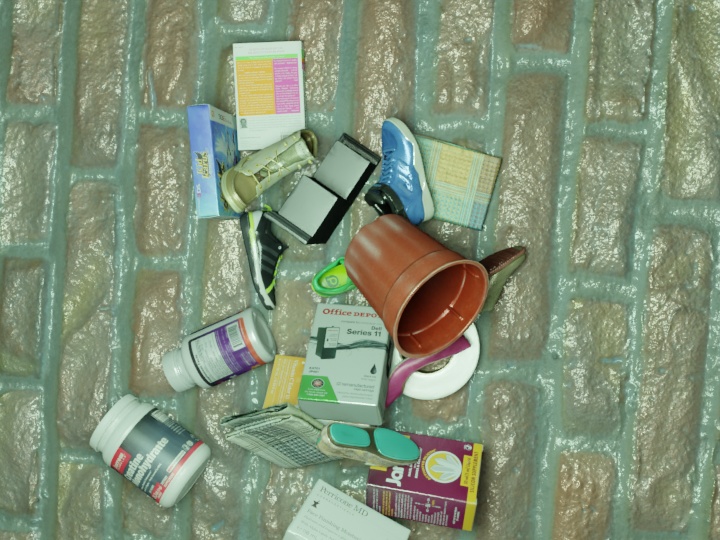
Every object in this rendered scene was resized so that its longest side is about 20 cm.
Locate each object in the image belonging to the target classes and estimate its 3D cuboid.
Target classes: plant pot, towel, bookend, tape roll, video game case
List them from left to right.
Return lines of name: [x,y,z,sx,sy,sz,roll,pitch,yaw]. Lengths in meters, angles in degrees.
video game case: [-0.264,-0.196,1.670,0.045,0.181,0.201,-5,92,9]
towel: [-0.136,0.310,1.649,0.192,0.035,0.200,-19,134,39]
bookend: [-0.064,-0.153,1.633,0.092,0.200,0.199,35,97,5]
plant pot: [0.083,0.014,1.559,0.201,0.201,0.195,-51,51,7]
tape roll: [0.125,0.143,1.698,0.202,0.037,0.203,0,93,9]
towel: [0.150,-0.168,1.692,0.200,0.022,0.147,16,95,6]

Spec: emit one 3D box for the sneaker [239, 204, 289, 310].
sneaker: [-0.173,-0.024,1.718,0.083,0.072,0.200,-13,98,-8]

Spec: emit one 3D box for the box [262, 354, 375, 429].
box: [-0.069,0.242,1.674,0.199,0.098,0.125,5,56,8]

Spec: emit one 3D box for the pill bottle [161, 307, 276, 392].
pill bottle: [-0.272,0.158,1.720,0.200,0.111,0.112,-24,89,9]

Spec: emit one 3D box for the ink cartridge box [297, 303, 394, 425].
ink cartridge box: [-0.021,0.164,1.612,0.146,0.083,0.200,3,56,10]

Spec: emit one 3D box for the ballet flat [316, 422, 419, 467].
ballet flat: [0.009,0.311,1.585,0.200,0.068,0.067,21,133,-27]

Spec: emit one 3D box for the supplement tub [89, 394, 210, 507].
supplement tub: [-0.403,0.345,1.731,0.200,0.140,0.140,35,97,6]

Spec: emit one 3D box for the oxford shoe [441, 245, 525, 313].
oxford shoe: [0.232,0.030,1.659,0.200,0.070,0.075,-37,109,-9]

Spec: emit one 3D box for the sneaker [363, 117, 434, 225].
sneaker: [0.054,-0.170,1.632,0.111,0.077,0.200,-23,102,-26]

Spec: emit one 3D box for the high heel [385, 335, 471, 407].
high heel: [0.114,0.188,1.652,0.096,0.067,0.200,33,90,6]

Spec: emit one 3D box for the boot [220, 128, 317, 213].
boot: [-0.160,-0.186,1.626,0.154,0.200,0.072,-23,111,22]

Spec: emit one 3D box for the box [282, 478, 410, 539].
box: [-0.043,0.524,1.645,0.199,0.131,0.200,27,132,7]

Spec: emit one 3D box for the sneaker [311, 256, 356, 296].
sneaker: [0.000,0.000,1.687,0.200,0.084,0.074,-26,88,8]

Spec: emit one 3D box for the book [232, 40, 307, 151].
book: [-0.171,-0.332,1.721,0.133,0.048,0.201,-1,94,8]

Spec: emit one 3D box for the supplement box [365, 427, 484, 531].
supplement box: [0.117,0.380,1.647,0.200,0.131,0.103,7,137,7]
